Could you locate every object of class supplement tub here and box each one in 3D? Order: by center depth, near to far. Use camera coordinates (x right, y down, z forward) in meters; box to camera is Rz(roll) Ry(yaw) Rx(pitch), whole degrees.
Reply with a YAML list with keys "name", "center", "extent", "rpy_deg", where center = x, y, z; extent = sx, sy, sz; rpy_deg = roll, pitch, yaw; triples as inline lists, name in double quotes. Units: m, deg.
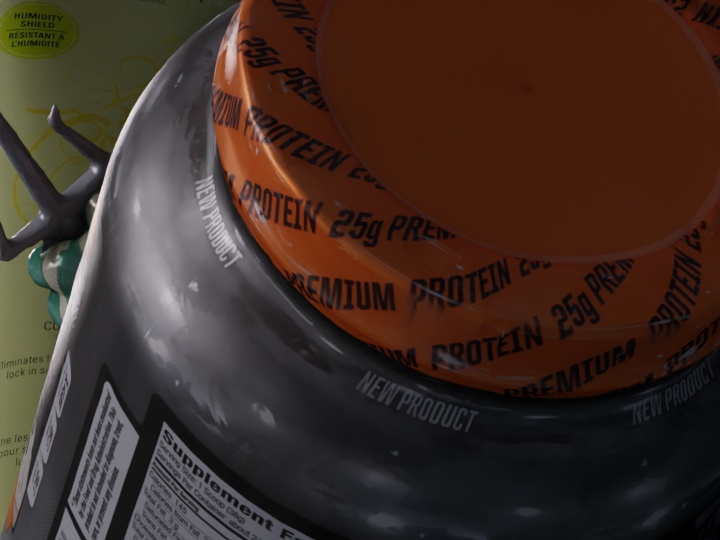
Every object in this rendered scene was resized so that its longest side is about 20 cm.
- name: "supplement tub"
  center: [0.003, 0.028, 0.549]
  extent: [0.200, 0.122, 0.123]
  rpy_deg: [113, 172, -50]

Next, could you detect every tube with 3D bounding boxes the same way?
- name: "tube"
  center: [-0.065, -0.005, 0.709]
  extent: [0.052, 0.058, 0.200]
  rpy_deg: [-22, 48, 30]

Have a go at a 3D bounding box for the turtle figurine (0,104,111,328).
- name: "turtle figurine"
  center: [-0.014, -0.046, 0.637]
  extent: [0.200, 0.101, 0.150]
  rpy_deg: [63, -134, -65]
